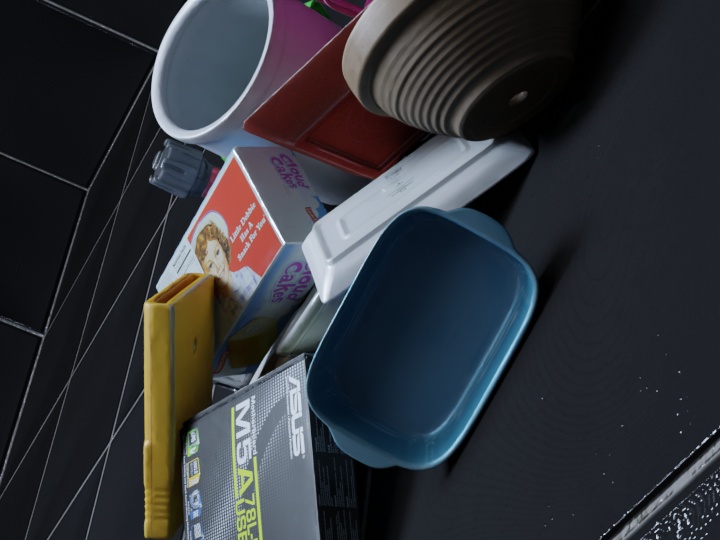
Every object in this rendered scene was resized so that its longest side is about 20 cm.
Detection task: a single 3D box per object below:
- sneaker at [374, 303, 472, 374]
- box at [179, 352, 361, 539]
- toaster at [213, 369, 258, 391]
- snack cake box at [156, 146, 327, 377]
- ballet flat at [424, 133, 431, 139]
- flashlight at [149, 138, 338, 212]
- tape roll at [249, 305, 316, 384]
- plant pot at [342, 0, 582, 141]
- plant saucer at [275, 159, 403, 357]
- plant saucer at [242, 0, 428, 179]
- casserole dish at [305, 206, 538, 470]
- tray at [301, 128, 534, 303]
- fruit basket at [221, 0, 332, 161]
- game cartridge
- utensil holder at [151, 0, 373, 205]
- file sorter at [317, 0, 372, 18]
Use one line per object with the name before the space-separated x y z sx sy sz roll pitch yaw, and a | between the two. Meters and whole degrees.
sneaker | 0.037 0.022 1.278 0.200 0.077 0.076 -131 64 -75
box | -0.072 0.189 1.299 0.193 0.047 0.202 -32 57 50
toaster | -0.133 0.054 1.731 0.200 0.113 0.130 151 136 -79
snack cake box | -0.107 -0.006 1.549 0.200 0.067 0.115 -55 52 40
ballet flat | 0.063 -0.169 1.483 0.075 0.074 0.201 -88 24 -53
flashlight | -0.112 -0.071 1.685 0.068 0.199 0.068 -51 23 42
tape roll | -0.085 0.127 1.561 0.204 0.037 0.203 -60 8 14
plant pot | 0.093 -0.162 1.237 0.093 0.200 0.201 58 137 21
plant saucer | 0.000 0.000 1.436 0.201 0.050 0.200 -56 2 3
plant saucer | 0.028 -0.150 1.355 0.200 0.199 0.037 -40 68 16
casserole dish | 0.044 0.044 1.163 0.201 0.121 0.039 -62 -2 17
tray | 0.037 -0.060 1.308 0.199 0.022 0.108 -36 27 6
fruit basket | -0.044 -0.184 1.807 0.214 0.156 0.217 -12 57 20
game cartridge | -0.159 0.113 1.460 0.176 0.032 0.202 -54 -33 -80
utensil holder | -0.071 -0.170 1.597 0.169 0.199 0.171 -21 58 39
file sorter | 0.010 -0.288 1.456 0.140 0.125 0.200 -67 21 10
